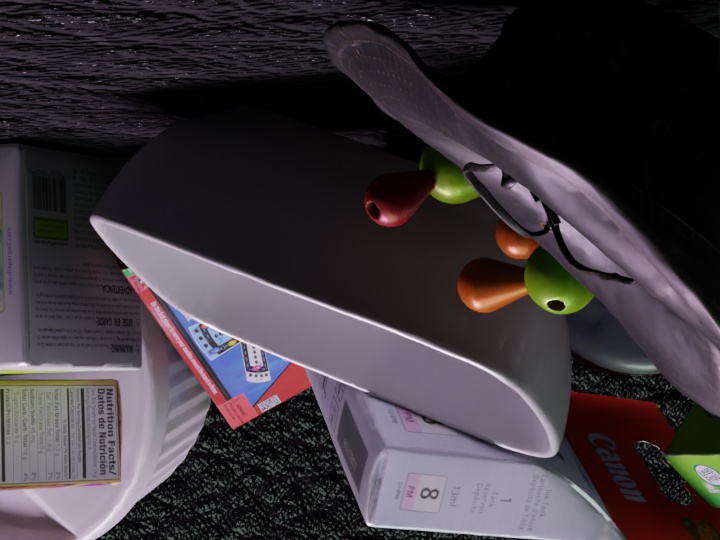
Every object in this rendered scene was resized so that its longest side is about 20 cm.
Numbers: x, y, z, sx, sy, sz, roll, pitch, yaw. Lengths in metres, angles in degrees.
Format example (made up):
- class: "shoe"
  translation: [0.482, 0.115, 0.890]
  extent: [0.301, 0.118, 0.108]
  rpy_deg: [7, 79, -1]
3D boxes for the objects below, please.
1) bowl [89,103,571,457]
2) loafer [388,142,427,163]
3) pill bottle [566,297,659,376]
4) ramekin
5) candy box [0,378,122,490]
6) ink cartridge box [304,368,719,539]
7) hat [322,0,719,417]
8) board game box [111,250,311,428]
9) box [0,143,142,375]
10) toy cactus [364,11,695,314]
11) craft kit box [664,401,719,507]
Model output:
- class: "bowl"
  translation: [0.000, 0.000, 0.999]
  extent: [0.199, 0.075, 0.200]
  rpy_deg: [20, 169, 14]
- class: "loafer"
  translation: [0.042, -0.036, 1.138]
  extent: [0.063, 0.072, 0.200]
  rpy_deg: [-40, -176, -14]
- class: "pill bottle"
  translation: [0.139, -0.003, 1.212]
  extent: [0.113, 0.115, 0.200]
  rpy_deg: [-2, 177, 5]
- class: "ramekin"
  translation: [-0.170, 0.048, 1.298]
  extent: [0.201, 0.204, 0.094]
  rpy_deg: [-4, -173, 30]
- class: "candy box"
  translation: [-0.225, 0.081, 1.149]
  extent: [0.116, 0.057, 0.199]
  rpy_deg: [-5, 174, 41]
- class: "ink cartridge box"
  translation: [0.081, 0.072, 1.154]
  extent: [0.198, 0.058, 0.163]
  rpy_deg: [3, -155, -15]
- class: "hat"
  translation: [0.087, -0.031, 0.700]
  extent: [0.200, 0.081, 0.201]
  rpy_deg: [40, 176, 3]
- class: "board game box"
  translation: [-0.048, 0.012, 1.193]
  extent: [0.102, 0.020, 0.200]
  rpy_deg: [-29, 152, -1]
- class: "box"
  translation: [-0.217, 0.001, 1.151]
  extent: [0.198, 0.102, 0.112]
  rpy_deg: [-3, 176, 23]
- class: "toy cactus"
  translation: [0.114, -0.047, 0.849]
  extent: [0.199, 0.103, 0.165]
  rpy_deg: [-8, -168, 42]
- class: "craft kit box"
  translation: [0.253, 0.016, 1.069]
  extent: [0.048, 0.201, 0.197]
  rpy_deg: [42, 156, -18]
